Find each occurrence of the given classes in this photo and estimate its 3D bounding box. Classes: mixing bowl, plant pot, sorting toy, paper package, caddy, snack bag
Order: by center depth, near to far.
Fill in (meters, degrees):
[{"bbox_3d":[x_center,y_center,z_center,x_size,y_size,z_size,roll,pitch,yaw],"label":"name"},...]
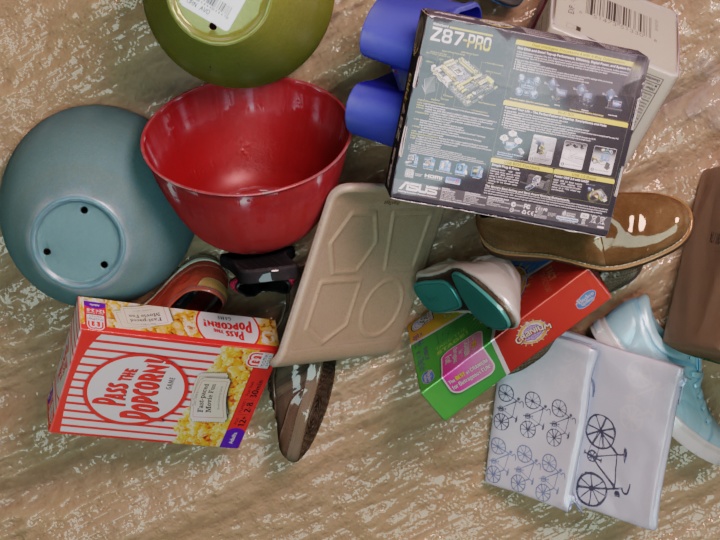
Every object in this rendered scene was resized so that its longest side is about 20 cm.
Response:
[{"bbox_3d":[-0.117,-0.251,1.480,0.185,0.200,0.189,0,100,0],"label":"plant pot"},{"bbox_3d":[0.063,-0.180,1.523,0.104,0.200,0.143,15,107,13],"label":"caddy"},{"bbox_3d":[0.374,-0.003,1.550,0.102,0.200,0.193,15,89,-5],"label":"paper package"},{"bbox_3d":[-0.102,-0.087,1.567,0.198,0.201,0.109,-3,129,2],"label":"mixing bowl"},{"bbox_3d":[-0.261,-0.047,1.596,0.198,0.135,0.202,0,108,0],"label":"plant pot"},{"bbox_3d":[0.000,0.000,1.607,0.036,0.184,0.201,35,113,32],"label":"sorting toy"},{"bbox_3d":[0.224,0.159,1.671,0.198,0.021,0.190,17,111,27],"label":"snack bag"}]

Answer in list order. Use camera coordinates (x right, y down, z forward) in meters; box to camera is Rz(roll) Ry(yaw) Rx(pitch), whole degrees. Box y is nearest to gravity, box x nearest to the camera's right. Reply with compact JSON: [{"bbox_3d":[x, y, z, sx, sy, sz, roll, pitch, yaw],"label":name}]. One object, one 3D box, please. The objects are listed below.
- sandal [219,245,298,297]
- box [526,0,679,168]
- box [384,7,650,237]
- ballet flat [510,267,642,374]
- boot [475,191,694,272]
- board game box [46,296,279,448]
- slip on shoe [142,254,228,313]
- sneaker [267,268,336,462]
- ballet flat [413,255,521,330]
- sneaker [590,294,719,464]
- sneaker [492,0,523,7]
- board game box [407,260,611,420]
[{"bbox_3d":[-0.094,0.007,1.576,0.074,0.200,0.046,-8,99,-5],"label":"sandal"},{"bbox_3d":[0.197,-0.157,1.533,0.127,0.109,0.201,20,131,-7],"label":"box"},{"bbox_3d":[0.133,-0.126,1.416,0.198,0.049,0.163,9,106,-7],"label":"box"},{"bbox_3d":[0.195,0.031,1.645,0.199,0.068,0.046,-36,148,4],"label":"ballet flat"},{"bbox_3d":[0.201,-0.045,1.494,0.198,0.076,0.074,-2,69,13],"label":"boot"},{"bbox_3d":[-0.196,0.103,1.625,0.198,0.047,0.152,7,132,-20],"label":"board game box"},{"bbox_3d":[-0.204,0.073,1.668,0.074,0.061,0.200,35,106,-27],"label":"slip on shoe"},{"bbox_3d":[-0.068,0.094,1.687,0.075,0.070,0.202,16,105,15],"label":"sneaker"},{"bbox_3d":[0.114,0.011,1.576,0.069,0.200,0.070,-1,93,-21],"label":"ballet flat"},{"bbox_3d":[0.324,0.109,1.673,0.082,0.074,0.200,-39,104,17],"label":"sneaker"},{"bbox_3d":[0.096,-0.332,1.531,0.082,0.073,0.200,-40,104,12],"label":"sneaker"},{"bbox_3d":[0.140,0.041,1.611,0.199,0.153,0.040,-38,111,11],"label":"board game box"}]
